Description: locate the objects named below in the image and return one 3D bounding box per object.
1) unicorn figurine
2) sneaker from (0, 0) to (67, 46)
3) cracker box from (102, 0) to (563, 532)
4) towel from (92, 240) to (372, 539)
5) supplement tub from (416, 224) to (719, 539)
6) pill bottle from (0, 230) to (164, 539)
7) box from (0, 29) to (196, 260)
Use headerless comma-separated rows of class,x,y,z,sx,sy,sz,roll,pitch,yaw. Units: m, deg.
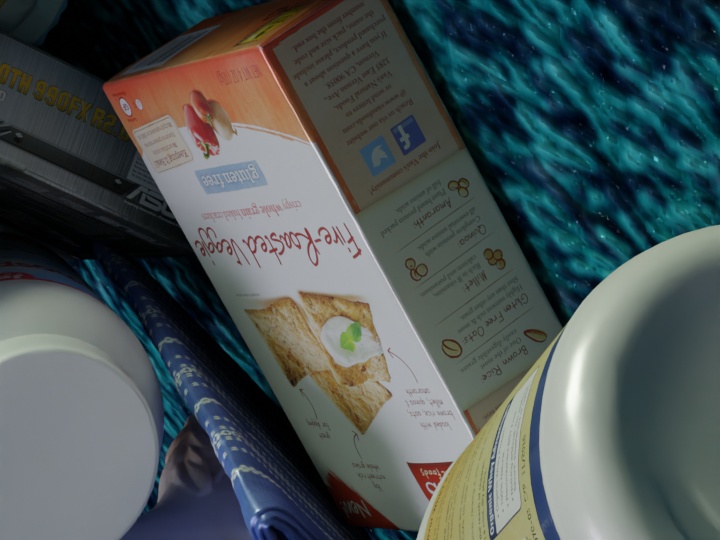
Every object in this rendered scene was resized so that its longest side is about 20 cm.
unicorn figurine,-0.070,0.125,1.056,0.074,0.200,0.138,-45,68,32
sneaker,-0.206,-0.152,1.056,0.200,0.077,0.081,24,179,34
cracker box,0.000,0.000,0.943,0.134,0.058,0.200,-5,117,61
towel,-0.035,0.081,1.013,0.145,0.024,0.200,49,-178,-38
supplement tub,0.097,0.087,0.787,0.144,0.144,0.200,50,153,9
pill bottle,-0.136,0.051,1.013,0.109,0.109,0.200,62,171,-15
box,-0.168,-0.062,1.040,0.200,0.048,0.158,26,168,-28
